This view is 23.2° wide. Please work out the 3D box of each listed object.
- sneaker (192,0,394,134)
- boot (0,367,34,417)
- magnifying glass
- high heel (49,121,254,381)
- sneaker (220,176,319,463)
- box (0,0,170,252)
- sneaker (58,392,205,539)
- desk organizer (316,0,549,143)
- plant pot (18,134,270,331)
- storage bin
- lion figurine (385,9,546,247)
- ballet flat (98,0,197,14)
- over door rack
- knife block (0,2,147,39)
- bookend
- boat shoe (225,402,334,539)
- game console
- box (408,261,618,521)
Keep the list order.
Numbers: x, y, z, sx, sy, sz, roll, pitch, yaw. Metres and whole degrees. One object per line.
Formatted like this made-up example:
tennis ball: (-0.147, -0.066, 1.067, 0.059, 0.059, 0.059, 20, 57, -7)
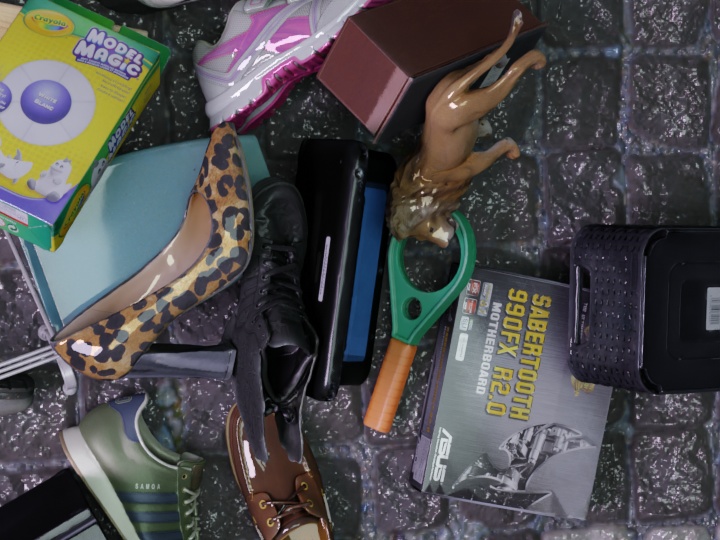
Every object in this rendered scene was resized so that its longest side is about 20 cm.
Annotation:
sneaker: (-0.061, -0.199, 1.438, 0.199, 0.081, 0.089, -34, 80, 9)
boot: (-0.356, 0.155, 1.427, 0.197, 0.068, 0.132, -9, 104, -8)
magnifying glass: (0.044, 0.041, 1.506, 0.079, 0.022, 0.202, 22, 99, 31)
high heel: (-0.155, -0.015, 1.311, 0.141, 0.071, 0.203, 4, 96, -23)
sneaker: (-0.062, 0.037, 1.342, 0.059, 0.104, 0.202, 5, 103, -28)
box: (-0.233, -0.124, 1.328, 0.116, 0.049, 0.201, 24, 59, 4)
sneaker: (-0.161, 0.192, 1.461, 0.089, 0.067, 0.201, -35, 97, -3)
desk organizer: (0.061, -0.181, 1.446, 0.077, 0.072, 0.199, 46, 41, 16)
plant pot: (-0.168, -0.034, 1.413, 0.198, 0.141, 0.143, -21, 98, -13)
storage bin: (0.282, 0.030, 1.505, 0.198, 0.093, 0.137, 0, 94, -35)
lion figurine: (0.076, -0.113, 1.417, 0.122, 0.072, 0.201, -28, 144, -26)
ballet flat: (-0.127, -0.252, 1.419, 0.198, 0.068, 0.069, -13, 105, 4)
over door rack: (-0.323, 0.036, 1.389, 0.146, 0.067, 0.201, -19, 64, -18)
knife block: (-0.295, -0.192, 1.412, 0.199, 0.064, 0.176, -36, 101, -8)
bookend: (-0.215, 0.277, 1.387, 0.092, 0.199, 0.202, -30, 100, -11)
boat shoe: (-0.058, 0.202, 1.485, 0.071, 0.068, 0.202, -20, 97, -11)
game console: (0.000, 0.000, 1.423, 0.115, 0.176, 0.203, 6, 92, -23)
box: (0.138, 0.106, 1.533, 0.156, 0.048, 0.203, 12, 91, -13)
